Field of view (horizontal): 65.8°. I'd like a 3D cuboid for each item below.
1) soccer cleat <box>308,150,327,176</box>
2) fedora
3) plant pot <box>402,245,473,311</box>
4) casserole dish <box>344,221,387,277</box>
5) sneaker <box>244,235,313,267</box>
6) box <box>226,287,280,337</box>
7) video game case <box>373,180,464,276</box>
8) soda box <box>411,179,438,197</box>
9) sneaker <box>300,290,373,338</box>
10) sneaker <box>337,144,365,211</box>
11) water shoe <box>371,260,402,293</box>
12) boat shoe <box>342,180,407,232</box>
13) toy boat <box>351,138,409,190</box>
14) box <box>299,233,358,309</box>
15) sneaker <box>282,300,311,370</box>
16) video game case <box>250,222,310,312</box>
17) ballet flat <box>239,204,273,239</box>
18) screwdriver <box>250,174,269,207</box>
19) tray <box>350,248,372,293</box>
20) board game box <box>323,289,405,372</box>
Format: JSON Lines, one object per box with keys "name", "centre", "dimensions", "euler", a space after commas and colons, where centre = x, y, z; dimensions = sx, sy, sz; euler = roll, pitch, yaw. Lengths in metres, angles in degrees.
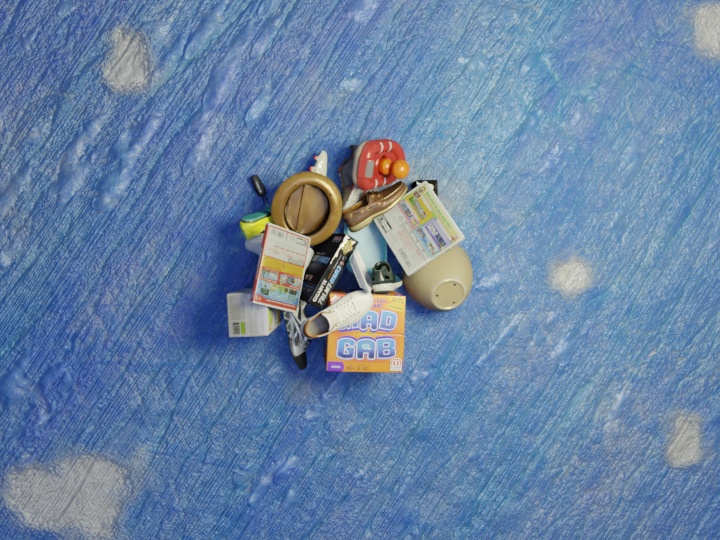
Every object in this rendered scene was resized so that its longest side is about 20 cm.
{"name": "soccer cleat", "centre": [-0.118, -0.232, 1.553], "dimensions": [0.077, 0.069, 0.201], "euler": [15, 98, -12]}
{"name": "fedora", "centre": [-0.144, -0.167, 1.487], "dimensions": [0.200, 0.082, 0.201], "euler": [-2, 108, -7]}
{"name": "plant pot", "centre": [0.226, 0.035, 1.533], "dimensions": [0.199, 0.135, 0.201], "euler": [-4, 117, -7]}
{"name": "casserole dish", "centre": [0.013, -0.080, 1.586], "dimensions": [0.121, 0.039, 0.201], "euler": [-2, 92, -6]}
{"name": "sneaker", "centre": [-0.238, -0.026, 1.506], "dimensions": [0.199, 0.074, 0.116], "euler": [12, 63, 14]}
{"name": "box", "centre": [-0.279, 0.106, 1.479], "dimensions": [0.101, 0.200, 0.113], "euler": [-2, 92, 1]}
{"name": "video game case", "centre": [0.154, -0.115, 1.510], "dimensions": [0.182, 0.022, 0.200], "euler": [-34, 68, 10]}
{"name": "soda box", "centre": [0.185, -0.155, 1.585], "dimensions": [0.063, 0.071, 0.201], "euler": [-3, 93, -8]}
{"name": "sneaker", "centre": [-0.051, 0.113, 1.364], "dimensions": [0.200, 0.085, 0.073], "euler": [-30, 94, -9]}
{"name": "sneaker", "centre": [-0.027, -0.259, 1.568], "dimensions": [0.082, 0.077, 0.201], "euler": [19, 91, 21]}
{"name": "water shoe", "centre": [0.073, 0.011, 1.516], "dimensions": [0.071, 0.200, 0.079], "euler": [-5, 96, 9]}
{"name": "boat shoe", "centre": [0.038, -0.186, 1.522], "dimensions": [0.200, 0.072, 0.068], "euler": [-36, 113, 0]}
{"name": "toy boat", "centre": [0.072, -0.280, 1.498], "dimensions": [0.130, 0.200, 0.131], "euler": [19, 114, 24]}
{"name": "box", "centre": [-0.103, -0.006, 1.485], "dimensions": [0.050, 0.200, 0.199], "euler": [31, 83, -22]}
{"name": "sneaker", "centre": [-0.161, 0.178, 1.562], "dimensions": [0.088, 0.074, 0.201], "euler": [-11, 95, -4]}
{"name": "video game case", "centre": [-0.198, -0.004, 1.400], "dimensions": [0.143, 0.017, 0.201], "euler": [19, 77, -46]}
{"name": "ballet flat", "centre": [-0.248, -0.137, 1.510], "dimensions": [0.067, 0.200, 0.067], "euler": [14, 120, 33]}
{"name": "screwdriver", "centre": [-0.258, -0.173, 1.559], "dimensions": [0.029, 0.028, 0.201], "euler": [-27, 99, -34]}
{"name": "tray", "centre": [0.000, 0.000, 1.451], "dimensions": [0.022, 0.200, 0.108], "euler": [-23, 94, 5]}
{"name": "board game box", "centre": [0.005, 0.158, 1.515], "dimensions": [0.199, 0.200, 0.201], "euler": [2, 92, -7]}
